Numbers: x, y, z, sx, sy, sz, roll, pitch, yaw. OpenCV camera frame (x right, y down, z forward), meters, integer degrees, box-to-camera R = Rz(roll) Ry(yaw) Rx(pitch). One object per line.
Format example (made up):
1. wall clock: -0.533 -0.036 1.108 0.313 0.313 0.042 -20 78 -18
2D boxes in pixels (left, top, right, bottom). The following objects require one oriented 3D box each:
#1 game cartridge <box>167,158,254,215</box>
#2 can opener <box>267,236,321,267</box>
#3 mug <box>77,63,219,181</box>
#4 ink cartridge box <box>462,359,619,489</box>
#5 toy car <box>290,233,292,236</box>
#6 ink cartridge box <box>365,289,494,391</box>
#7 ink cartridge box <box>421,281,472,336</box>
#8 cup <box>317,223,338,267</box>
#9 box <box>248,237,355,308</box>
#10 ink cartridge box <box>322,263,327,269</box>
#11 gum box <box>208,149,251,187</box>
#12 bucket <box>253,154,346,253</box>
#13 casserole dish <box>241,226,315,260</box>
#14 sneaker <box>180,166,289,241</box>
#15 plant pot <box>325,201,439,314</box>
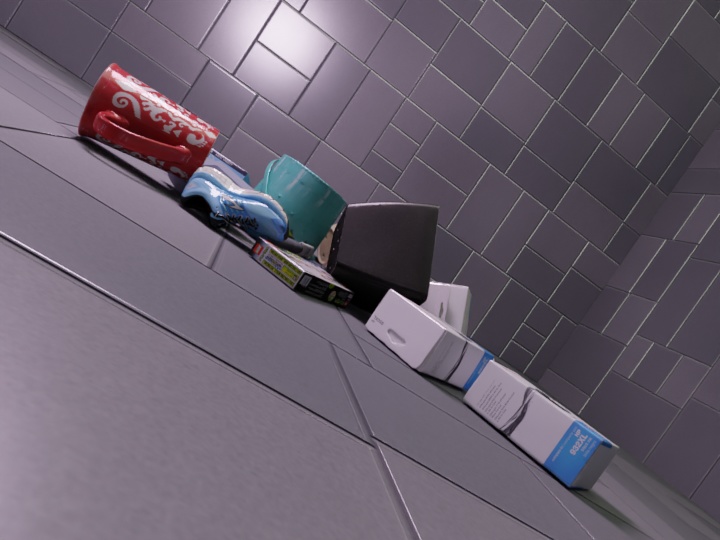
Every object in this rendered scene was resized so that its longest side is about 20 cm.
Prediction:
1. game cartridge: -0.283 -0.159 1.049 0.133 0.042 0.200 -14 45 -43
2. can opener: -0.122 -0.027 1.044 0.067 0.053 0.200 34 4 14
3. mug: -0.365 -0.230 0.936 0.200 0.133 0.178 27 48 -21
4. ink cartridge box: 0.281 0.239 0.849 0.200 0.084 0.145 36 4 39
5. toy car: -0.175 -0.143 1.420 0.175 0.150 0.200 35 3 3
6. ink cartridge box: 0.125 0.127 0.961 0.145 0.084 0.200 36 3 40
7. ink cartridge box: 0.185 0.099 1.268 0.125 0.129 0.200 9 -7 16
8. cup: -0.029 -0.051 1.438 0.143 0.201 0.200 11 14 -29
9. box: -0.095 0.008 0.939 0.110 0.035 0.200 35 3 26
10. ink cartridge box: 0.000 0.000 1.295 0.161 0.050 0.200 19 -5 -17
11. gum box: -0.340 -0.220 1.301 0.170 0.045 0.200 34 -16 4
12. bucket: -0.139 -0.148 1.194 0.207 0.135 0.207 37 -1 1
13. casserole dish: -0.178 -0.064 1.215 0.200 0.039 0.121 34 3 -32
14. sneaker: -0.214 -0.093 0.919 0.200 0.090 0.078 26 -36 7
15. plant pot: 0.031 -0.027 1.086 0.177 0.200 0.200 14 -22 -11
